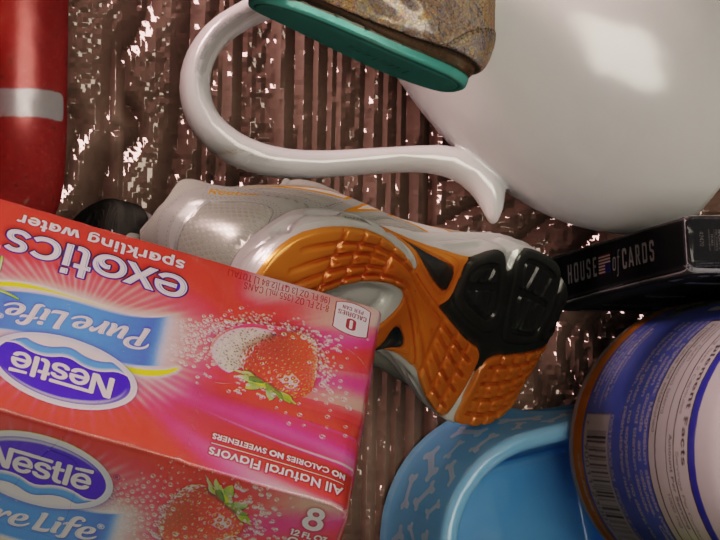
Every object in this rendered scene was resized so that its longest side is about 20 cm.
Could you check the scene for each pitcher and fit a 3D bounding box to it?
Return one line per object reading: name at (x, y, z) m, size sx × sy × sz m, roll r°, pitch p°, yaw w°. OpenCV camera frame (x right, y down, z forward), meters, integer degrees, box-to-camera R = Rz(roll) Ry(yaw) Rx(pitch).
pitcher at (0.046, -0.080, 1.075) m, size 0.199 × 0.121 × 0.172 m, roll 32°, pitch 82°, yaw -4°

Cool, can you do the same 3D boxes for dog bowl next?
dog bowl at (0.108, 0.099, 1.119) m, size 0.199 × 0.050 × 0.112 m, roll -12°, pitch 92°, yaw -16°

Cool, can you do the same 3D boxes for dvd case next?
dvd case at (0.189, -0.001, 1.094) m, size 0.199 × 0.150 × 0.025 m, roll 0°, pitch 84°, yaw -17°

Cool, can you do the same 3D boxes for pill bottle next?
pill bottle at (0.158, 0.064, 1.005) m, size 0.111 × 0.200 × 0.113 m, roll 1°, pitch 87°, yaw -17°

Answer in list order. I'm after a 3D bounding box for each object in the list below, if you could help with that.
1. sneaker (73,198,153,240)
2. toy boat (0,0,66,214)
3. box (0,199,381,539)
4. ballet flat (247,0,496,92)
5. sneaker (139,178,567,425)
sneaker at (-0.066, 0.076, 1.065) m, size 0.115 × 0.076 × 0.202 m, roll 3°, pitch 94°, yaw -26°
toy boat at (-0.162, -0.087, 0.994) m, size 0.130 × 0.131 × 0.202 m, roll 1°, pitch 88°, yaw -16°
box at (-0.102, 0.049, 0.929) m, size 0.199 × 0.096 × 0.100 m, roll 17°, pitch 40°, yaw -5°
ballet flat at (-0.038, -0.123, 0.978) m, size 0.199 × 0.068 × 0.068 m, roll 19°, pitch 84°, yaw -27°
sneaker at (0.000, 0.000, 1.059) m, size 0.200 × 0.092 × 0.076 m, roll 19°, pitch 101°, yaw -53°
